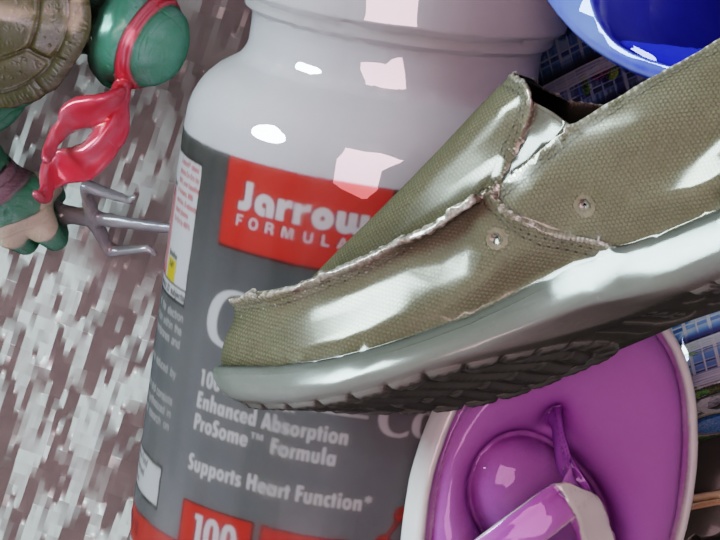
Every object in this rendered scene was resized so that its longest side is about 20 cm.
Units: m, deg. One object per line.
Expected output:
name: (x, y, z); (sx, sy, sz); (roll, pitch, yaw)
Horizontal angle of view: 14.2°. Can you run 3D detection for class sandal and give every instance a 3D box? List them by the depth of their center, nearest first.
sandal: (0.044, 0.103, 0.791); (0.082, 0.050, 0.203); (17, 98, -18)

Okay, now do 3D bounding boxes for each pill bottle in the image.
pill bottle: (0.000, 0.000, 0.840); (0.115, 0.116, 0.201); (9, 102, 6)

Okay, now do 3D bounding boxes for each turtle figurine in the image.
turtle figurine: (-0.115, -0.089, 0.885); (0.199, 0.101, 0.150); (21, 89, 13)

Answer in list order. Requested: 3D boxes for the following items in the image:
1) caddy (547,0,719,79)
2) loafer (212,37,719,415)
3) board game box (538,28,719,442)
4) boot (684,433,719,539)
caddy: (0.138, -0.121, 0.754); (0.200, 0.105, 0.142); (-32, 58, 18)
loafer: (0.048, -0.013, 0.731); (0.200, 0.075, 0.070); (-20, 77, 25)
board game box: (0.149, -0.026, 0.820); (0.199, 0.062, 0.200); (-19, 63, 16)
boot: (0.131, 0.016, 0.885); (0.199, 0.077, 0.139); (-15, 72, 14)
